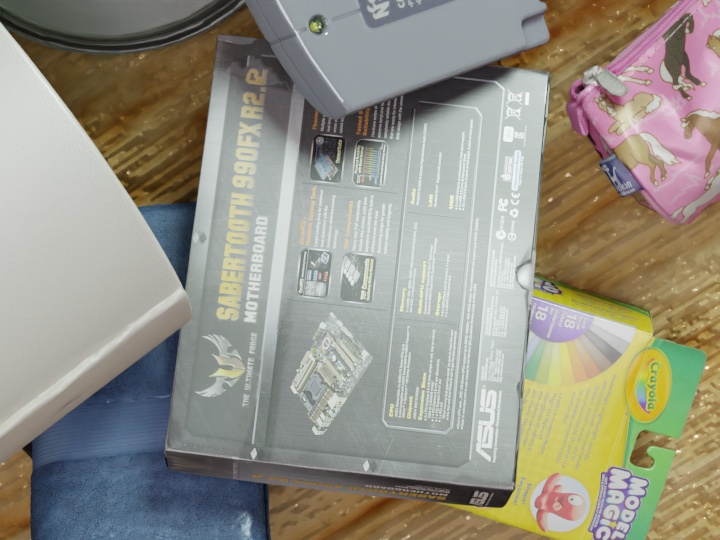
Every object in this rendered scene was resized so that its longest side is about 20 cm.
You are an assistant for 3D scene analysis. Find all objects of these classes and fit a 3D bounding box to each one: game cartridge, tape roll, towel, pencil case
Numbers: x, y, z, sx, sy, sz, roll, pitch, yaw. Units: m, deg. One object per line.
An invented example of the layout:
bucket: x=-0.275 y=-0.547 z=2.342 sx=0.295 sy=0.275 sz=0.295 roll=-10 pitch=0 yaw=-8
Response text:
game cartridge: x=-0.004 y=-0.176 z=0.978 sx=0.133 sy=0.041 sz=0.200 roll=-21 pitch=96 yaw=-27
tape roll: x=-0.184 y=-0.018 z=0.934 sx=0.139 sy=0.203 sz=0.203 roll=-38 pitch=100 yaw=-11
towel: x=-0.101 y=0.070 z=1.037 sx=0.111 sy=0.049 sz=0.201 roll=-4 pitch=73 yaw=-2
pencil case: x=0.187 y=-0.111 z=0.998 sx=0.200 sy=0.086 sz=0.083 roll=-43 pitch=67 yaw=13

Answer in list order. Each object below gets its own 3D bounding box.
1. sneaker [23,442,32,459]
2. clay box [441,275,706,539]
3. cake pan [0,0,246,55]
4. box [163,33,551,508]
sneaker: x=-0.110 y=0.115 z=1.081 sx=0.077 sy=0.084 sz=0.200 roll=-38 pitch=99 yaw=12
clay box: x=0.056 y=0.056 z=1.070 sx=0.200 sy=0.048 sz=0.115 roll=17 pitch=104 yaw=0
cake pan: x=-0.117 y=-0.195 z=1.006 sx=0.200 sy=0.037 sz=0.201 roll=-1 pitch=105 yaw=-5
box: x=0.000 y=0.000 z=1.008 sx=0.158 sy=0.048 sz=0.201 roll=6 pitch=75 yaw=-1
